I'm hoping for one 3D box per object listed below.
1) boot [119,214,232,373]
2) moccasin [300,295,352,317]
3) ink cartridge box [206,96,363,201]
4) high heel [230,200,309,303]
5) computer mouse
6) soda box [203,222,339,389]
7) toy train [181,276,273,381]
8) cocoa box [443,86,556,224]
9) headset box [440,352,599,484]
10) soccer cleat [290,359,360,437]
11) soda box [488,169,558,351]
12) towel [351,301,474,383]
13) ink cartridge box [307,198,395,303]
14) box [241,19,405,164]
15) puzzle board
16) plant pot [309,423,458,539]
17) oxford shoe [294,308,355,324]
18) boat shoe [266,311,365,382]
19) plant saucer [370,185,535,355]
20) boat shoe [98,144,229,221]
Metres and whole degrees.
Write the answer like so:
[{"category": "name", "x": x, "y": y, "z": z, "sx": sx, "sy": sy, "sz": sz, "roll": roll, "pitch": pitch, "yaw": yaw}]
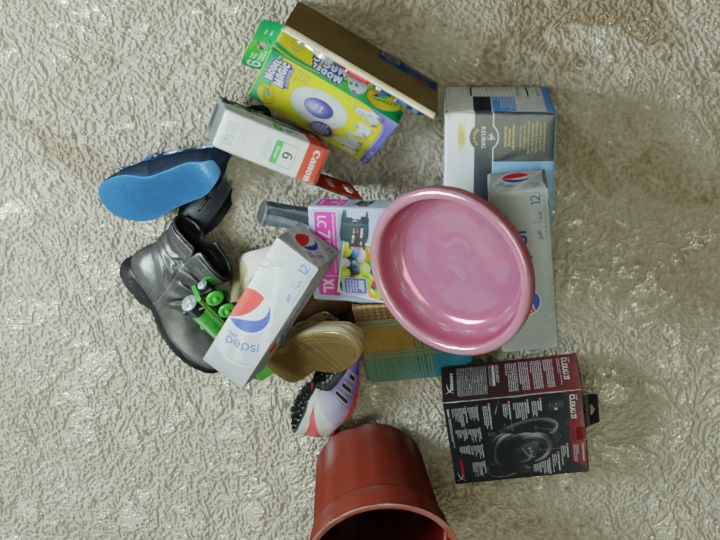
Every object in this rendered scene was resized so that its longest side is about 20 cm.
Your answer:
[{"category": "boot", "x": -0.208, "y": 0.035, "z": 1.648, "sx": 0.131, "sy": 0.070, "sz": 0.200, "roll": -31, "pitch": 108, "yaw": 32}, {"category": "moccasin", "x": 0.000, "y": 0.001, "z": 1.613, "sx": 0.200, "sy": 0.074, "sz": 0.078, "roll": -16, "pitch": 147, "yaw": 3}, {"category": "ink cartridge box", "x": -0.084, "y": -0.147, "z": 1.553, "sx": 0.199, "sy": 0.109, "sz": 0.051, "roll": 20, "pitch": 101, "yaw": -15}, {"category": "high heel", "x": -0.085, "y": 0.001, "z": 1.655, "sx": 0.142, "sy": 0.072, "sz": 0.201, "roll": 8, "pitch": 127, "yaw": -22}, {"category": "computer mouse", "x": -0.173, "y": -0.124, "z": 1.621, "sx": 0.058, "sy": 0.034, "sz": 0.201, "roll": 29, "pitch": 110, "yaw": -6}, {"category": "soda box", "x": -0.108, "y": 0.043, "z": 1.533, "sx": 0.063, "sy": 0.068, "sz": 0.200, "roll": 37, "pitch": 118, "yaw": 6}, {"category": "toy train", "x": -0.161, "y": 0.077, "z": 1.634, "sx": 0.056, "sy": 0.042, "sz": 0.200, "roll": -35, "pitch": 136, "yaw": 5}, {"category": "cocoa box", "x": 0.165, "y": -0.112, "z": 1.546, "sx": 0.130, "sy": 0.133, "sz": 0.201, "roll": 1, "pitch": 111, "yaw": 3}, {"category": "headset box", "x": 0.212, "y": 0.194, "z": 1.675, "sx": 0.199, "sy": 0.077, "sz": 0.149, "roll": -8, "pitch": 126, "yaw": 6}, {"category": "soccer cleat", "x": -0.030, "y": 0.154, "z": 1.679, "sx": 0.073, "sy": 0.068, "sz": 0.200, "roll": 14, "pitch": 136, "yaw": -17}, {"category": "soda box", "x": 0.187, "y": -0.011, "z": 1.470, "sx": 0.068, "sy": 0.064, "sz": 0.201, "roll": -5, "pitch": 113, "yaw": 7}, {"category": "towel", "x": 0.069, "y": 0.085, "z": 1.629, "sx": 0.146, "sy": 0.022, "sz": 0.200, "roll": -5, "pitch": 148, "yaw": 5}, {"category": "ink cartridge box", "x": 0.038, "y": -0.021, "z": 1.516, "sx": 0.199, "sy": 0.042, "sz": 0.120, "roll": 2, "pitch": 109, "yaw": 16}, {"category": "box", "x": -0.051, "y": -0.216, "z": 1.536, "sx": 0.199, "sy": 0.049, "sz": 0.117, "roll": 31, "pitch": 153, "yaw": -6}, {"category": "puzzle board", "x": 0.003, "y": -0.245, "z": 1.497, "sx": 0.199, "sy": 0.151, "sz": 0.017, "roll": 30, "pitch": 110, "yaw": -8}, {"category": "plant pot", "x": 0.019, "y": 0.316, "z": 1.676, "sx": 0.199, "sy": 0.196, "sz": 0.202, "roll": -3, "pitch": 122, "yaw": -4}, {"category": "oxford shoe", "x": -0.019, "y": 0.053, "z": 1.659, "sx": 0.199, "sy": 0.071, "sz": 0.072, "roll": -5, "pitch": 112, "yaw": 8}, {"category": "boat shoe", "x": -0.052, "y": 0.084, "z": 1.588, "sx": 0.074, "sy": 0.069, "sz": 0.200, "roll": 43, "pitch": 149, "yaw": -18}, {"category": "plant saucer", "x": 0.107, "y": -0.005, "z": 1.430, "sx": 0.200, "sy": 0.051, "sz": 0.202, "roll": 16, "pitch": 122, "yaw": 27}, {"category": "boat shoe", "x": -0.239, "y": -0.109, "z": 1.605, "sx": 0.199, "sy": 0.069, "sz": 0.084, "roll": -5, "pitch": 123, "yaw": 33}]
